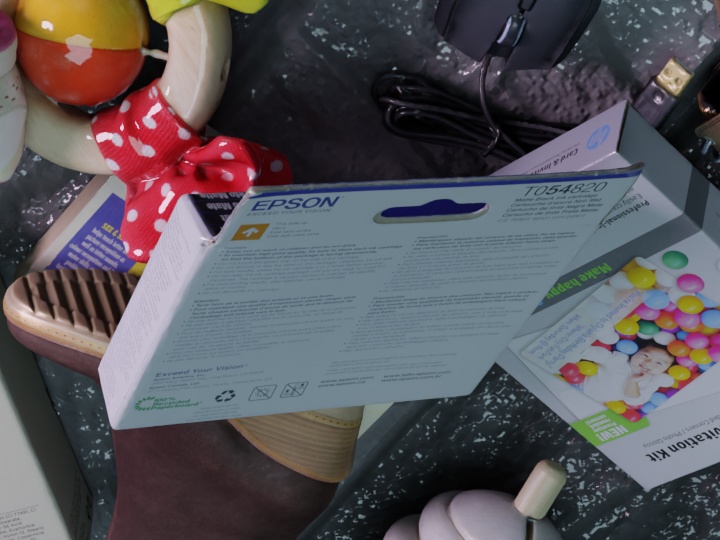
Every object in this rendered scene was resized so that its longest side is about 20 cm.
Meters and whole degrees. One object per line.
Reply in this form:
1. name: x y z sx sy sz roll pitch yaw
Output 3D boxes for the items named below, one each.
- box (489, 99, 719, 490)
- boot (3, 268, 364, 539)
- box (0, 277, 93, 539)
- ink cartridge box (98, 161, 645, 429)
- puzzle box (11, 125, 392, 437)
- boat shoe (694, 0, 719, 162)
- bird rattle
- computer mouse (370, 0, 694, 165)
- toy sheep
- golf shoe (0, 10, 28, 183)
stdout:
1. box: 0.138 0.019 1.103 0.200 0.041 0.156 40 135 -24
2. boot: -0.107 0.095 1.125 0.200 0.072 0.166 18 118 -16
3. box: -0.207 0.074 1.143 0.082 0.068 0.200 -12 122 6
4. ink cartridge box: 0.000 0.000 0.998 0.200 0.041 0.200 -3 149 -28
5. puzzle box: -0.061 0.013 1.133 0.200 0.025 0.133 35 116 -21
6. boat shoe: 0.200 -0.081 1.060 0.072 0.072 0.200 2 126 17
7. bird rattle: -0.105 -0.100 1.027 0.163 0.113 0.200 16 120 15
8. computer mouse: 0.102 -0.121 1.038 0.140 0.046 0.200 20 120 -12
9. toy sheep: 0.056 0.187 1.184 0.138 0.138 0.200 30 109 -18
10. golf shoe: -0.247 -0.061 1.001 0.200 0.075 0.092 -10 128 2
